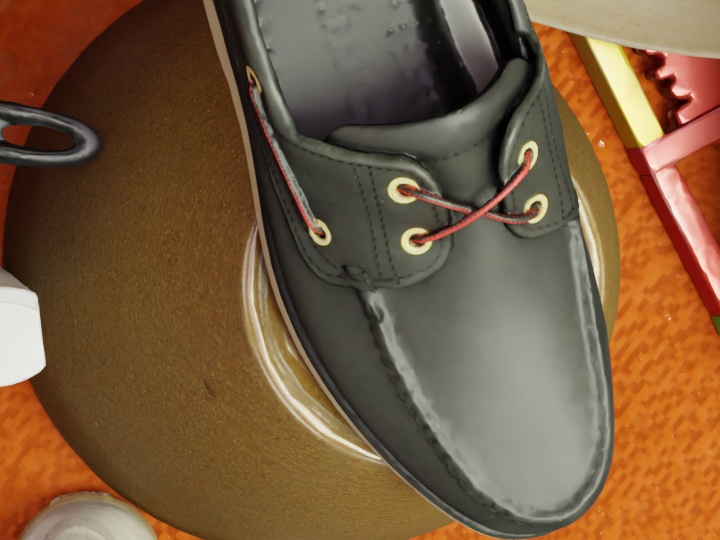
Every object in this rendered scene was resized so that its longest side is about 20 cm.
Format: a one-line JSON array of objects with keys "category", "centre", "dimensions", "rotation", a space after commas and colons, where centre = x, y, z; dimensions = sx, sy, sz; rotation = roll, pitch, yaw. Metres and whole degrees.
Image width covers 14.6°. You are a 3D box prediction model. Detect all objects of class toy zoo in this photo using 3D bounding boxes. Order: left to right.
[{"category": "toy zoo", "centre": [0.146, -0.062, 0.900], "dimensions": [0.131, 0.020, 0.201], "rotation": [-28, 96, -8]}]

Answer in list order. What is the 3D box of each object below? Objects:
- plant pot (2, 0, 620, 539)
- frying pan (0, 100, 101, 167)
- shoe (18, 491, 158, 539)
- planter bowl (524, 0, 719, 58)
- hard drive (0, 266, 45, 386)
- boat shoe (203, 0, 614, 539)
[{"category": "plant pot", "centre": [0.000, 0.000, 0.787], "dimensions": [0.185, 0.200, 0.187], "rotation": [-1, 93, -11]}, {"category": "frying pan", "centre": [-0.179, -0.036, 0.762], "dimensions": [0.190, 0.031, 0.115], "rotation": [30, 88, 1]}, {"category": "shoe", "centre": [-0.075, 0.169, 0.853], "dimensions": [0.070, 0.053, 0.201], "rotation": [-10, 94, -10]}, {"category": "planter bowl", "centre": [0.065, -0.161, 0.788], "dimensions": [0.199, 0.200, 0.135], "rotation": [21, 79, -10]}, {"category": "hard drive", "centre": [-0.157, 0.019, 0.757], "dimensions": [0.131, 0.200, 0.027], "rotation": [-8, 93, -10]}, {"category": "boat shoe", "centre": [0.011, -0.028, 0.656], "dimensions": [0.073, 0.063, 0.202], "rotation": [-22, 97, -11]}]
